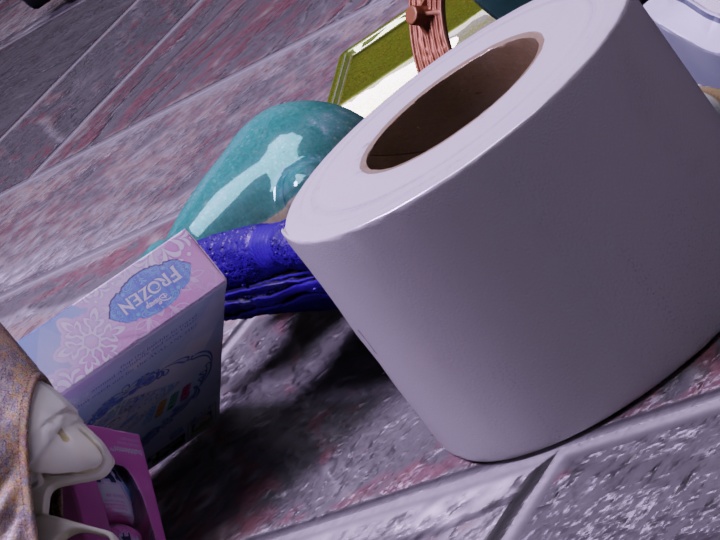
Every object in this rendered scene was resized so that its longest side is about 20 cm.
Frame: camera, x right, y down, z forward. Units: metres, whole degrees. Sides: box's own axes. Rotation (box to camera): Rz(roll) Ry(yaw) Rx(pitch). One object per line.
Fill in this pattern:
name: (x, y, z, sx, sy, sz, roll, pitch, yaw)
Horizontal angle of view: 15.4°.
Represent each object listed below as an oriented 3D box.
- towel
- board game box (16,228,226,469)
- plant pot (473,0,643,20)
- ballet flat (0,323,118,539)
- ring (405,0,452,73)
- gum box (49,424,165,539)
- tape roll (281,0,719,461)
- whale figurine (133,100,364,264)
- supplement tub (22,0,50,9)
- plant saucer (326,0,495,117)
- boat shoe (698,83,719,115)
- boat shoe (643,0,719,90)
towel: (0.000, 0.000, 1.456, 0.147, 0.050, 0.200, 2, -6, -31)
board game box: (-0.164, 0.085, 1.454, 0.200, 0.043, 0.199, -34, -17, -18)
plant pot: (0.158, -0.268, 1.714, 0.161, 0.201, 0.200, -28, 8, -35)
ballet flat: (-0.146, 0.113, 1.243, 0.067, 0.201, 0.068, -8, -11, 10)
ring: (0.085, -0.174, 1.644, 0.019, 0.201, 0.200, 3, -11, -35)
gum box: (-0.180, 0.164, 1.327, 0.200, 0.114, 0.066, -29, -24, 28)
tape roll: (0.082, -0.026, 1.270, 0.202, 0.139, 0.203, -34, 16, 11)
whale figurine: (-0.067, -0.035, 1.605, 0.200, 0.104, 0.159, -25, -9, -31)
supplement tub: (-0.361, -0.421, 3.444, 0.200, 0.107, 0.107, -32, 16, 16)
plant saucer: (0.049, -0.150, 1.869, 0.200, 0.048, 0.200, -33, 16, 17)
boat shoe: (0.129, -0.068, 1.446, 0.076, 0.072, 0.200, -30, 17, -30)
boat shoe: (0.216, -0.129, 1.389, 0.086, 0.075, 0.202, -40, 18, -8)
